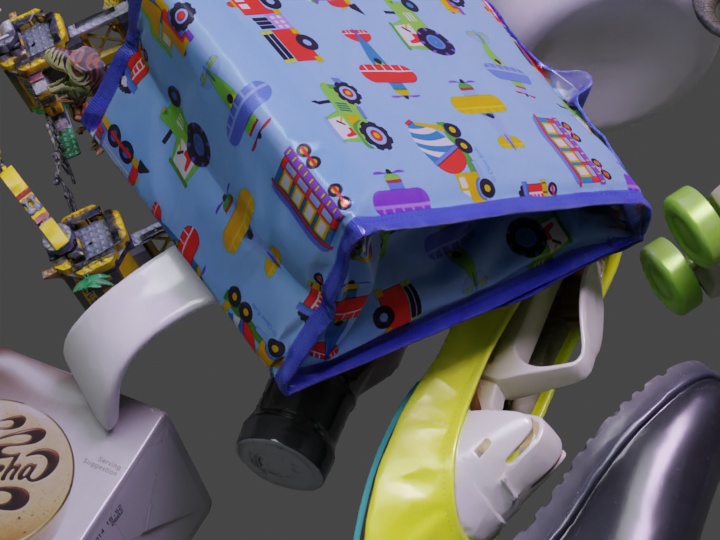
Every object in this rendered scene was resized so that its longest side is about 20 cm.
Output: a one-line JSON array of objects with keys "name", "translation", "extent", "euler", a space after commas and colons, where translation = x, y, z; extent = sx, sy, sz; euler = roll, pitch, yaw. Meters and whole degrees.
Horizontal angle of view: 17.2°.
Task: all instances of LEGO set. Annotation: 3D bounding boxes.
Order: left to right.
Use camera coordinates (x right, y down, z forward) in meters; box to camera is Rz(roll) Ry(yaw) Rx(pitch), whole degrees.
[{"name": "LEGO set", "translation": [-0.107, -0.091, 1.084], "extent": [0.153, 0.116, 0.201], "euler": [-18, 53, 8]}]

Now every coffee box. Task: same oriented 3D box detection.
[{"name": "coffee box", "translation": [-0.180, 0.090, 1.003], "extent": [0.199, 0.080, 0.113], "euler": [20, 62, 26]}]

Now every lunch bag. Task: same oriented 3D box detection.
[{"name": "lunch bag", "translation": [0.018, -0.058, 0.940], "extent": [0.199, 0.094, 0.151], "euler": [-17, 57, -38]}]

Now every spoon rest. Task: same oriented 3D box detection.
[{"name": "spoon rest", "translation": [-0.023, -0.003, 0.959], "extent": [0.199, 0.061, 0.100], "euler": [-26, 65, -16]}]

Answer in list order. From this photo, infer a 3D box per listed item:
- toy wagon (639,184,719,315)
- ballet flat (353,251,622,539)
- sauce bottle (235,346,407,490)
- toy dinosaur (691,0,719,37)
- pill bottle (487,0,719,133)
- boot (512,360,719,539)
[{"name": "toy wagon", "translation": [0.189, -0.048, 0.932], "extent": [0.155, 0.200, 0.040], "euler": [-33, 77, -9]}, {"name": "ballet flat", "translation": [0.058, 0.052, 0.973], "extent": [0.067, 0.067, 0.201], "euler": [1, 52, 34]}, {"name": "sauce bottle", "translation": [0.000, 0.000, 1.029], "extent": [0.066, 0.066, 0.201], "euler": [13, 59, 23]}, {"name": "toy dinosaur", "translation": [0.154, -0.183, 1.015], "extent": [0.077, 0.102, 0.201], "euler": [-48, 47, 34]}, {"name": "pill bottle", "translation": [0.090, -0.167, 1.097], "extent": [0.109, 0.109, 0.201], "euler": [-17, 53, 3]}, {"name": "boot", "translation": [0.150, 0.145, 0.884], "extent": [0.200, 0.066, 0.165], "euler": [34, 78, 35]}]
